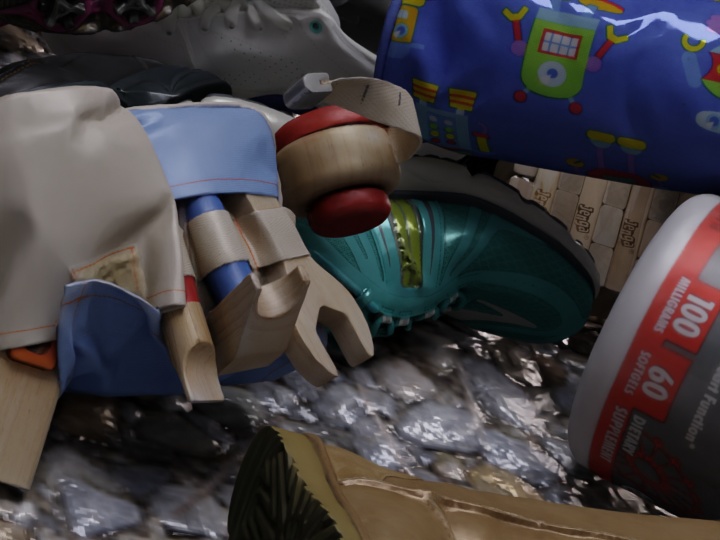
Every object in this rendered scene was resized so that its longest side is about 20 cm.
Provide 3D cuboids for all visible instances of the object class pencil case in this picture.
[{"bbox_3d":[0.106,-0.076,1.033,0.200,0.087,0.078,10,4,14],"label":"pencil case"}]

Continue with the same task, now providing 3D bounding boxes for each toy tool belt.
[{"bbox_3d":[-0.061,0.009,0.930,0.200,0.125,0.123,-5,72,-34],"label":"toy tool belt"}]

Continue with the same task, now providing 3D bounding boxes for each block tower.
[{"bbox_3d":[0.150,0.003,1.138,0.200,0.054,0.058,18,-12,-5],"label":"block tower"}]

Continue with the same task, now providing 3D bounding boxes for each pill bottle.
[{"bbox_3d":[0.187,0.062,0.987,0.200,0.116,0.116,27,24,15],"label":"pill bottle"}]

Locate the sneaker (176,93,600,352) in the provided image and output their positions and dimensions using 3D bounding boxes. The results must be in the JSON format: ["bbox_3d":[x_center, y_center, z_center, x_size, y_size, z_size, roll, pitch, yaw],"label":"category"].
[{"bbox_3d":[0.000,0.000,1.054,0.200,0.078,0.080,15,51,-20],"label":"sneaker"}]

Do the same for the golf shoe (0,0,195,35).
[{"bbox_3d":[-0.146,-0.133,1.104,0.200,0.073,0.092,-17,32,-4],"label":"golf shoe"}]

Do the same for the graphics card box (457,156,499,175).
[{"bbox_3d":[0.072,-0.135,1.219,0.051,0.125,0.200,19,45,-31],"label":"graphics card box"}]

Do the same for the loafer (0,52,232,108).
[{"bbox_3d":[-0.125,-0.049,1.048,0.072,0.073,0.200,19,12,20],"label":"loafer"}]

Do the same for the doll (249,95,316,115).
[{"bbox_3d":[-0.007,-0.097,1.258,0.200,0.048,0.136,-4,43,-40],"label":"doll"}]

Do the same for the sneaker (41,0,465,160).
[{"bbox_3d":[-0.038,-0.107,1.131,0.200,0.089,0.075,12,67,3],"label":"sneaker"}]

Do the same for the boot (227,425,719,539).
[{"bbox_3d":[0.068,0.114,0.847,0.200,0.066,0.175,14,25,-17],"label":"boot"}]
